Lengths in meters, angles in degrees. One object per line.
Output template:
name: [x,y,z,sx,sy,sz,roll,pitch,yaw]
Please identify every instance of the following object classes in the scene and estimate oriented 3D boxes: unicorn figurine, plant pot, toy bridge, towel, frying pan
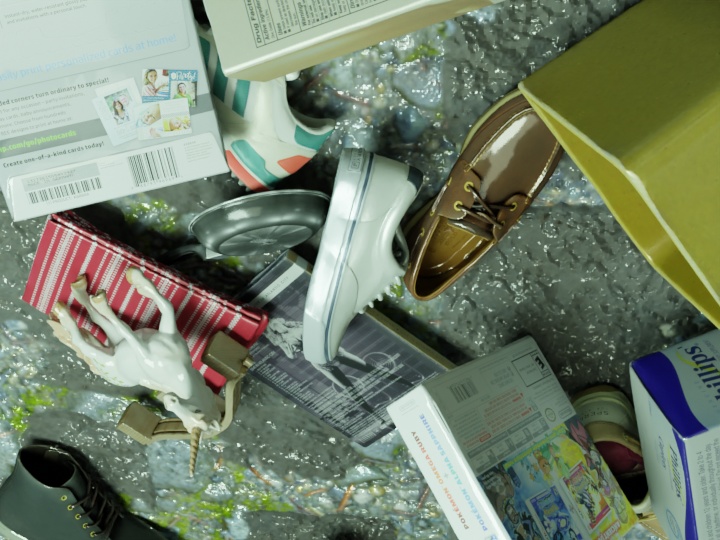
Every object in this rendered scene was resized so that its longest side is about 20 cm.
unicorn figurine: [-0.177,0.068,0.950,0.138,0.074,0.200,59,159,-20]
plant pot: [0.260,-0.091,0.763,0.200,0.194,0.196,-39,116,6]
toy bridge: [-0.145,0.115,1.037,0.067,0.027,0.200,36,140,-16]
towel: [-0.188,0.032,1.012,0.200,0.023,0.145,28,140,-7]
frying pan: [-0.111,-0.026,0.930,0.189,0.031,0.115,-17,166,18]

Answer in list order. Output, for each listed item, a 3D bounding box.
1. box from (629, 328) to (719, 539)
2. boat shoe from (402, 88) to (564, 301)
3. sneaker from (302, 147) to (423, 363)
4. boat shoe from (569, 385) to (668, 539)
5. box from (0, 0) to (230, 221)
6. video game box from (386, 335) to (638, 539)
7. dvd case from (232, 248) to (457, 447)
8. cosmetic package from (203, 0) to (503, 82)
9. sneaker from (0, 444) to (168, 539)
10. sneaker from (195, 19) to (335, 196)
box: [0.334,0.133,0.944,0.199,0.105,0.184,-20,125,-3]
boat shoe: [0.094,-0.051,0.894,0.072,0.068,0.200,27,127,-13]
sneaker: [0.000,0.000,0.903,0.071,0.073,0.200,14,131,-1]
boat shoe: [0.248,0.192,1.064,0.074,0.066,0.200,-27,120,27]
box: [-0.183,-0.143,0.775,0.155,0.041,0.201,-14,124,-6]
video game box: [0.126,0.155,0.927,0.047,0.200,0.183,-38,77,31]
dvd case: [-0.027,0.074,1.035,0.200,0.016,0.149,35,133,-19]
cosmetic package: [-0.002,-0.201,0.762,0.199,0.071,0.106,-14,89,20]
sneaker: [-0.269,0.253,1.184,0.199,0.075,0.106,23,130,-8]
sneaker: [-0.097,-0.151,0.855,0.093,0.070,0.200,-34,116,10]
